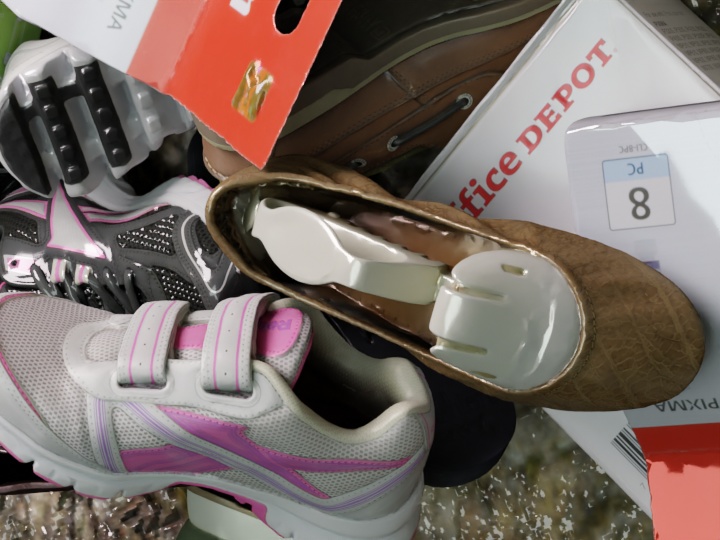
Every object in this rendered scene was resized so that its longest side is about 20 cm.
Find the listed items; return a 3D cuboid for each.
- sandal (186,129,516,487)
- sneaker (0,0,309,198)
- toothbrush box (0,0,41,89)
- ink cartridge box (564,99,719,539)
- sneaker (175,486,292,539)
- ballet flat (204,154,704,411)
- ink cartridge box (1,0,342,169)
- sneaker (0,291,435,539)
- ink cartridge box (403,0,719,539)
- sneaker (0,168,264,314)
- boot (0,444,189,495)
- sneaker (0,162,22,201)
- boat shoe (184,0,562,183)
[{"bbox_3d":[0.001,0.000,0.943,0.200,0.076,0.043,50,151,19],"label":"sandal"},{"bbox_3d":[-0.064,-0.095,0.949,0.199,0.081,0.076,-14,117,-5],"label":"sneaker"},{"bbox_3d":[-0.208,-0.175,0.992,0.145,0.086,0.201,15,90,36],"label":"toothbrush box"},{"bbox_3d":[0.165,0.035,0.794,0.159,0.047,0.201,-6,93,27],"label":"ink cartridge box"},{"bbox_3d":[-0.008,0.169,0.987,0.199,0.067,0.090,23,98,30],"label":"sneaker"},{"bbox_3d":[0.025,0.004,0.800,0.199,0.072,0.068,24,102,26],"label":"ballet flat"},{"bbox_3d":[-0.075,-0.157,0.850,0.200,0.057,0.163,42,112,46],"label":"ink cartridge box"},{"bbox_3d":[-0.057,0.042,0.857,0.199,0.082,0.088,16,130,-13],"label":"sneaker"},{"bbox_3d":[0.131,0.000,0.879,0.200,0.083,0.147,46,115,14],"label":"ink cartridge box"},{"bbox_3d":[-0.112,0.007,0.967,0.200,0.086,0.081,16,133,56],"label":"sneaker"},{"bbox_3d":[-0.071,0.073,0.952,0.199,0.166,0.073,-3,98,28],"label":"boot"},{"bbox_3d":[-0.221,-0.046,1.068,0.200,0.074,0.080,-40,74,28],"label":"sneaker"},{"bbox_3d":[0.025,-0.088,0.903,0.199,0.068,0.072,-25,42,-7],"label":"boat shoe"}]
